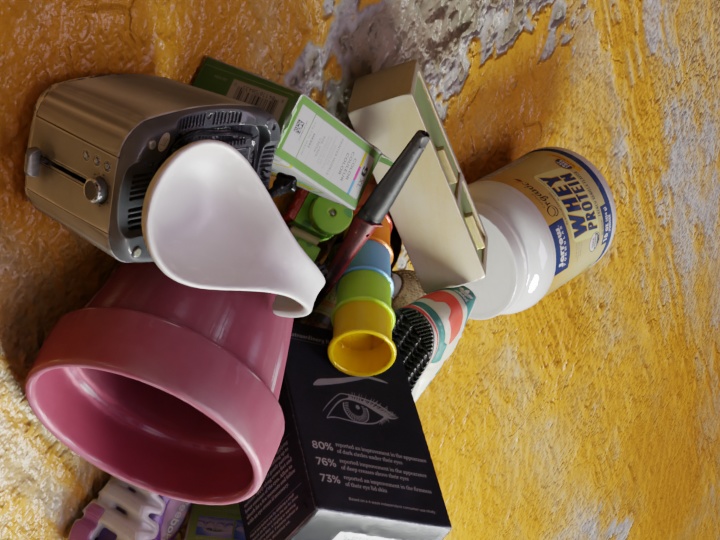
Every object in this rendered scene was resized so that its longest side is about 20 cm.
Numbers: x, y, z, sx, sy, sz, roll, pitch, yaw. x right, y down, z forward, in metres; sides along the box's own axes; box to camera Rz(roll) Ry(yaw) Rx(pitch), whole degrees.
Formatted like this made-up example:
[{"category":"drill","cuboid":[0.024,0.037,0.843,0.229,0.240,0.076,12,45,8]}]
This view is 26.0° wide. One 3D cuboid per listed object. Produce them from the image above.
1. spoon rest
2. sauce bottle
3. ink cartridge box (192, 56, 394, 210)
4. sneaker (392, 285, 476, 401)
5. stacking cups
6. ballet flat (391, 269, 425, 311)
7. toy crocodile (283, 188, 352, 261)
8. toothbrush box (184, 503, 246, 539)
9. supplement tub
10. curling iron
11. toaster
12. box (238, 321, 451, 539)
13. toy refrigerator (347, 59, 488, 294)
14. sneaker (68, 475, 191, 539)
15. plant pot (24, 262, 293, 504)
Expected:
[{"category":"spoon rest","cuboid":[-0.083,-0.019,1.098,0.200,0.060,0.100,40,72,-52]},{"category":"sauce bottle","cuboid":[-0.002,-0.005,1.483,0.066,0.066,0.201,71,36,-49]},{"category":"ink cartridge box","cuboid":[-0.053,-0.105,1.314,0.200,0.103,0.060,29,85,-60]},{"category":"sneaker","cuboid":[0.055,0.084,1.502,0.093,0.070,0.200,-30,160,-34]},{"category":"stacking cups","cuboid":[0.000,0.000,1.396,0.061,0.060,0.201,76,9,-45]},{"category":"ballet flat","cuboid":[-0.001,0.042,1.530,0.200,0.070,0.066,-45,133,-37]},{"category":"toy crocodile","cuboid":[-0.058,-0.021,1.410,0.201,0.061,0.067,-64,-169,-6]},{"category":"toothbrush box","cuboid":[-0.120,0.286,1.389,0.200,0.085,0.147,-90,-173,-66]},{"category":"supplement tub","cuboid":[0.168,-0.039,1.662,0.200,0.144,0.145,-29,133,-46]},{"category":"curling iron","cuboid":[0.002,-0.037,1.324,0.200,0.026,0.050,-52,174,23]},{"category":"toaster","cuboid":[-0.152,-0.082,1.150,0.199,0.129,0.114,-17,124,-51]},{"category":"box","cuboid":[-0.027,0.157,1.353,0.147,0.201,0.104,15,133,-34]},{"category":"toy refrigerator","cuboid":[0.059,-0.086,1.449,0.076,0.069,0.201,-78,148,-59]},{"category":"sneaker","cuboid":[-0.171,0.181,1.352,0.201,0.080,0.088,-57,155,-7]},{"category":"plant pot","cuboid":[-0.137,0.058,1.225,0.201,0.199,0.180,70,35,-49]}]
